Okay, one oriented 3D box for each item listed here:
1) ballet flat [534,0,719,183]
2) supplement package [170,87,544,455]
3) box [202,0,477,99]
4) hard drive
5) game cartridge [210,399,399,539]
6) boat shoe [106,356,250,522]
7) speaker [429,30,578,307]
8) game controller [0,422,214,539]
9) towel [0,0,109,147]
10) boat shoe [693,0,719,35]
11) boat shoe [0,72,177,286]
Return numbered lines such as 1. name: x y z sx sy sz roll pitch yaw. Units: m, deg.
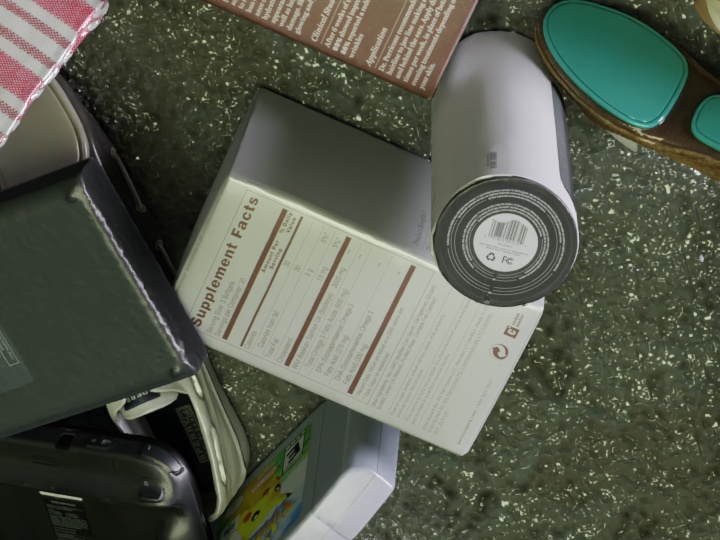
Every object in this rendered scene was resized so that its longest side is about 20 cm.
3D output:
1. ballet flat: 0.187 -0.086 1.699 0.199 0.068 0.072 26 158 16
2. supplement package: 0.000 0.000 1.746 0.199 0.117 0.118 24 120 -5
3. box: -0.028 -0.188 1.678 0.199 0.075 0.100 23 118 -7
4. hard drive: -0.205 0.026 1.720 0.199 0.033 0.140 -18 114 26
5. game cartridge: -0.051 0.160 1.827 0.040 0.134 0.200 35 116 -19
6. boat shoe: -0.128 0.065 1.825 0.073 0.065 0.200 -25 111 20
7. speaker: 0.078 -0.061 1.658 0.081 0.200 0.082 0 117 1
8. game controller: -0.180 0.142 1.854 0.199 0.042 0.105 7 134 33
9. towel: -0.257 -0.116 1.689 0.146 0.200 0.030 33 161 5
10. boat shoe: 0.281 -0.123 1.618 0.199 0.072 0.065 31 119 -3
11. boat shoe: -0.164 -0.037 1.774 0.067 0.057 0.201 -27 86 21
